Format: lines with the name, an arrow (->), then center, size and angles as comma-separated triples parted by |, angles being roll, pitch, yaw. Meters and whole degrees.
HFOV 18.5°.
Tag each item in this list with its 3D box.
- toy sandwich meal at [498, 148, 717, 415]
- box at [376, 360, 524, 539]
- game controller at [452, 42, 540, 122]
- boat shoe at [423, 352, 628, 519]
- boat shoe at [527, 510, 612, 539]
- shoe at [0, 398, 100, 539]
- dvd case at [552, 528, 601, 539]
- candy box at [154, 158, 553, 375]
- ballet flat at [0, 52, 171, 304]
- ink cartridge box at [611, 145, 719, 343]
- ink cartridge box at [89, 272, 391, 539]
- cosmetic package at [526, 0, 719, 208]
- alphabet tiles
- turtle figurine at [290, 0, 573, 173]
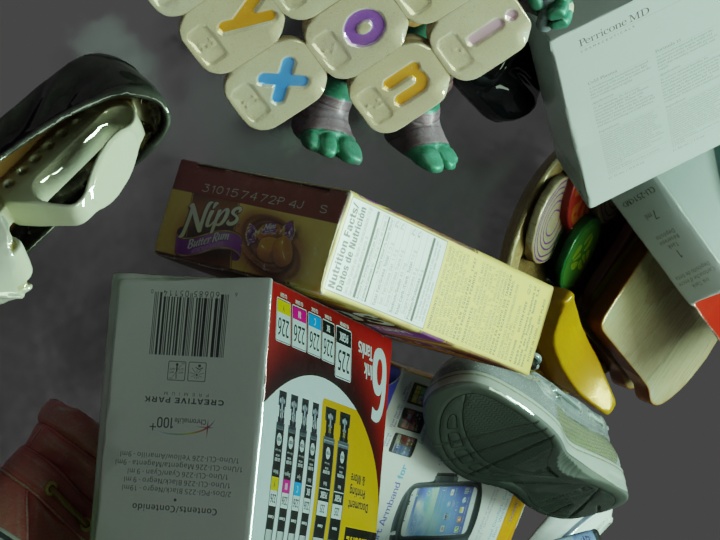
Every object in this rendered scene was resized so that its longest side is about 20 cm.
toy sandwich meal -> 0.165, 0.001, 1.400 | 0.204, 0.070, 0.207 | -25, 125, -41
box -> 0.034, 0.122, 1.329 | 0.199, 0.041, 0.120 | 22, 90, -50
game controller -> 0.111, -0.185, 1.284 | 0.201, 0.042, 0.104 | -62, 156, -7
boat shoe -> 0.098, 0.090, 1.312 | 0.202, 0.074, 0.065 | 33, 44, -49
boat shoe -> 0.113, 0.224, 1.430 | 0.200, 0.065, 0.074 | -47, 167, -23
shoe -> -0.118, 0.143, 1.129 | 0.091, 0.071, 0.200 | -56, 137, -10
dvd case -> 0.028, 0.197, 1.276 | 0.199, 0.143, 0.018 | -9, 71, -40
candy box -> 0.000, 0.000, 1.164 | 0.200, 0.116, 0.057 | 25, 81, -51
ballet flat -> -0.162, -0.029, 0.998 | 0.200, 0.068, 0.068 | -47, 138, -25
ink cartridge box -> 0.257, -0.037, 1.409 | 0.174, 0.043, 0.200 | 52, 43, -9
ink cartridge box -> -0.055, 0.104, 1.092 | 0.200, 0.083, 0.177 | 28, 65, -70
cosmetic package -> 0.198, -0.139, 1.266 | 0.199, 0.052, 0.151 | -26, 144, -4
alphabet tiles -> -0.004, -0.161, 1.072 | 0.195, 0.015, 0.200 | -33, 122, 11
turtle figurine -> 0.036, -0.153, 1.148 | 0.149, 0.101, 0.201 | 12, 115, -17
